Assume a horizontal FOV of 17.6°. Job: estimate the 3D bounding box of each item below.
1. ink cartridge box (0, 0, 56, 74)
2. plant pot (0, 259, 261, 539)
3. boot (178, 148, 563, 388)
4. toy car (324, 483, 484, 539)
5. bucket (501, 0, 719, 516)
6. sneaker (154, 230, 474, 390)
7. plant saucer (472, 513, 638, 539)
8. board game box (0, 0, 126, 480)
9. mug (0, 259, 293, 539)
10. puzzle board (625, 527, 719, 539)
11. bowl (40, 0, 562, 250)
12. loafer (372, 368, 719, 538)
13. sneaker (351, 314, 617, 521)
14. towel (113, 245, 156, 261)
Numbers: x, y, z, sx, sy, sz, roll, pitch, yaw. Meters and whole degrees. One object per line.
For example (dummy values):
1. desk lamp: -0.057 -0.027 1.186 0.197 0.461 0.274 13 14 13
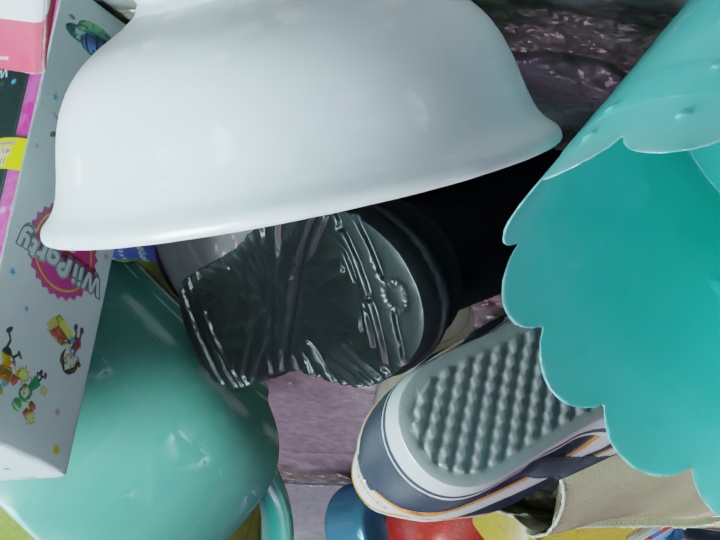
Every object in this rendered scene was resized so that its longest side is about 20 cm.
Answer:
1. ink cartridge box: -0.168 -0.156 0.782 0.145 0.083 0.200 10 157 -6
2. plant pot: -0.132 0.092 1.243 0.200 0.200 0.184 11 146 -6
3. boot: 0.034 -0.013 0.957 0.168 0.076 0.200 -24 -177 -27
4. toy car: 0.082 0.232 1.450 0.184 0.200 0.177 -13 149 40
5. bucket: 0.170 -0.011 0.865 0.207 0.135 0.207 22 143 18
6. sneaker: 0.000 0.000 1.100 0.100 0.075 0.200 -36 146 29
7. plant saucer: 0.163 0.114 1.273 0.200 0.048 0.200 2 143 2
8. board game box: -0.177 -0.010 0.975 0.147 0.200 0.064 -9 151 34
9. mug: -0.105 0.072 1.073 0.152 0.114 0.185 42 178 31
10. puzzle board: 0.263 0.132 1.221 0.200 0.017 0.151 9 151 -27
11. bowl: -0.030 -0.072 0.876 0.201 0.090 0.201 -11 -172 2
12. loafer: 0.103 0.096 1.116 0.200 0.068 0.076 9 129 -5
13. sneaker: 0.081 0.048 0.973 0.200 0.078 0.079 -16 167 -30
14. towel: -0.147 -0.038 1.127 0.200 0.024 0.145 2 155 14
